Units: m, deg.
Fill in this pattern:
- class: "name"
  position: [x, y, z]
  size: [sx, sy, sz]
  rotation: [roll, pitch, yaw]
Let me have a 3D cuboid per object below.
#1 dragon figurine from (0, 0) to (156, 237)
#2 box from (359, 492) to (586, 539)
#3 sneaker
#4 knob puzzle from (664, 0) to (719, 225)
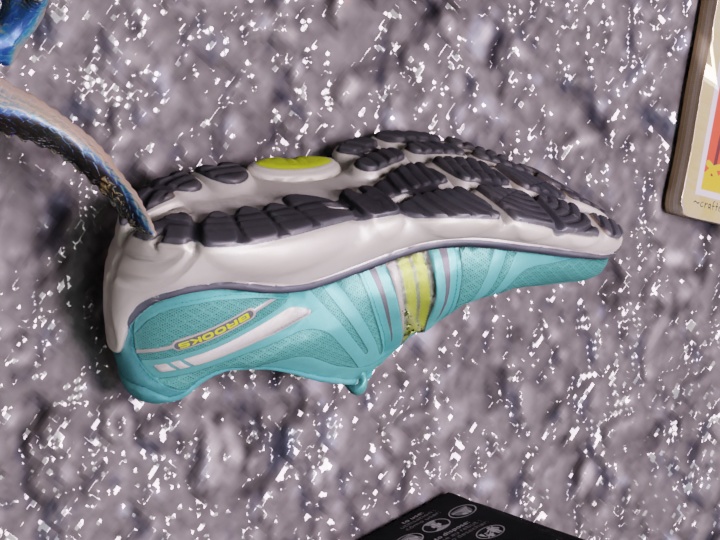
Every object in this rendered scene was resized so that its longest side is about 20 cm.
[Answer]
- class: "dragon figurine"
  position: [-0.151, -0.069, 0.695]
  size: [0.099, 0.059, 0.200]
  rotation: [-43, 117, -21]
- class: "box"
  position: [0.035, 0.207, 0.824]
  size: [0.149, 0.124, 0.200]
  rotation: [-25, 109, -28]
- class: "sneaker"
  position: [0.000, 0.000, 0.813]
  size: [0.200, 0.078, 0.080]
  rotation: [-8, 121, -28]
- class: "knob puzzle"
  position: [0.219, -0.106, 0.956]
  size: [0.220, 0.030, 0.220]
  rotation: [-5, 100, -33]
